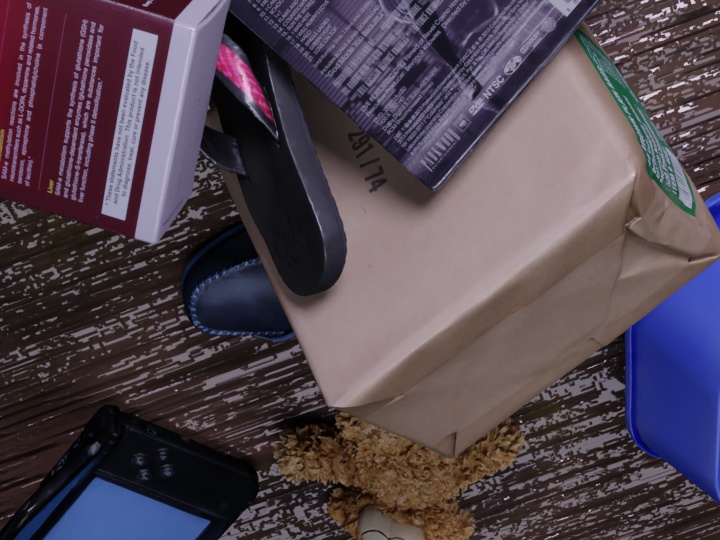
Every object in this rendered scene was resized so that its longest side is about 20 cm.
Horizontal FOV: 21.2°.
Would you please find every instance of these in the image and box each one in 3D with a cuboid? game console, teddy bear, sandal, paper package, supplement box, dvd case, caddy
[{"bbox_3d":[-0.175,0.190,1.143,0.176,0.117,0.200,26,120,-29],"label":"game console"},{"bbox_3d":[0.026,0.105,1.145,0.144,0.067,0.200,12,128,-19],"label":"teddy bear"},{"bbox_3d":[-0.061,-0.079,0.891,0.045,0.201,0.075,-11,156,-25],"label":"sandal"},{"bbox_3d":[0.043,-0.044,0.930,0.190,0.200,0.103,-39,143,18],"label":"paper package"},{"bbox_3d":[-0.167,-0.096,0.855,0.199,0.061,0.109,17,118,4],"label":"supplement box"},{"bbox_3d":[0.007,-0.156,0.853,0.200,0.016,0.149,42,97,7],"label":"dvd case"},{"bbox_3d":[0.222,0.042,1.116,0.141,0.105,0.200,-25,134,-21],"label":"caddy"}]

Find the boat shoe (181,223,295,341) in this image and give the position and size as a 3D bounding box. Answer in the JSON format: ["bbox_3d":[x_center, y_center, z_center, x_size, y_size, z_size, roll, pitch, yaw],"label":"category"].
[{"bbox_3d":[0.000,0.000,1.052,0.199,0.069,0.084,-16,131,1],"label":"boat shoe"}]
